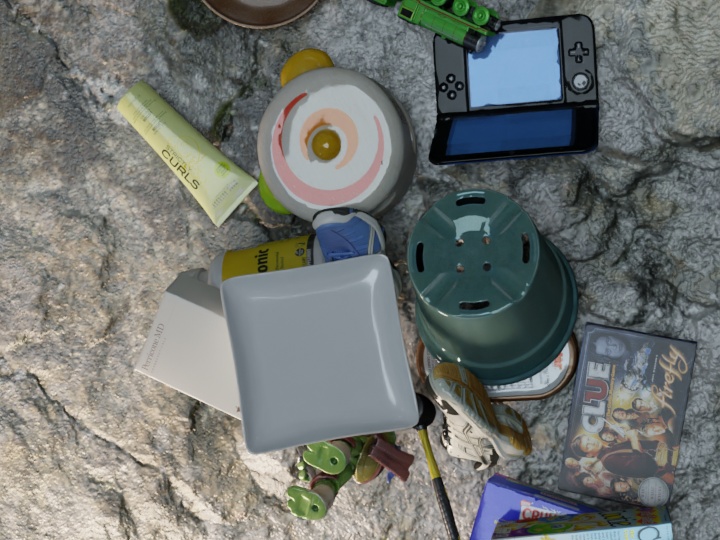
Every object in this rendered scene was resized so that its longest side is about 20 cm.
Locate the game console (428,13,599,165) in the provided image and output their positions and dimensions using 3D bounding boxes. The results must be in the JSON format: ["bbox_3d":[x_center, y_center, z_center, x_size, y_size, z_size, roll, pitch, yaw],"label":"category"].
[{"bbox_3d":[0.178,-0.213,1.655,0.197,0.118,0.174,-4,90,12],"label":"game console"}]

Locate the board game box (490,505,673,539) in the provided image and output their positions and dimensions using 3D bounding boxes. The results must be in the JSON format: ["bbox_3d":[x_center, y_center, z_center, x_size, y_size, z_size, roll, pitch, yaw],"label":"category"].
[{"bbox_3d":[0.253,0.332,1.580,0.197,0.103,0.107,-7,90,10],"label":"board game box"}]

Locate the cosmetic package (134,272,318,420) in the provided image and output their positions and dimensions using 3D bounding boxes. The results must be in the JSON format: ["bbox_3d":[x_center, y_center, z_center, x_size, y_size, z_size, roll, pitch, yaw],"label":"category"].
[{"bbox_3d":[-0.151,0.099,1.654,0.198,0.081,0.114,22,107,-1],"label":"cosmetic package"}]

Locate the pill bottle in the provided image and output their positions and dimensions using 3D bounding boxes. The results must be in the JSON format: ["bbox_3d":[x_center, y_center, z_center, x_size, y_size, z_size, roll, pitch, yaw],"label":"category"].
[{"bbox_3d":[-0.121,0.024,1.728,0.197,0.111,0.113,-11,89,13],"label":"pill bottle"}]

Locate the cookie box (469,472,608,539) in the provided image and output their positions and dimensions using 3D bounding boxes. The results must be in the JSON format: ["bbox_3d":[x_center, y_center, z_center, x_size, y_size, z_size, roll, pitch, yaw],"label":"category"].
[{"bbox_3d":[0.206,0.366,1.680,0.169,0.075,0.203,17,95,11],"label":"cookie box"}]

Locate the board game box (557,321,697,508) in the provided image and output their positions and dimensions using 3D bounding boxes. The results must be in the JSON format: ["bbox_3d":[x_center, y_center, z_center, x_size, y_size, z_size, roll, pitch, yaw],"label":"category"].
[{"bbox_3d":[0.316,0.173,1.673,0.133,0.035,0.203,9,93,12],"label":"board game box"}]

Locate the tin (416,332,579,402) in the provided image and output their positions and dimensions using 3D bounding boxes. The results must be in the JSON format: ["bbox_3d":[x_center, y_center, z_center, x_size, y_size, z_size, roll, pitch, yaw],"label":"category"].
[{"bbox_3d":[0.164,0.105,1.705,0.197,0.042,0.114,-5,94,12],"label":"tin"}]

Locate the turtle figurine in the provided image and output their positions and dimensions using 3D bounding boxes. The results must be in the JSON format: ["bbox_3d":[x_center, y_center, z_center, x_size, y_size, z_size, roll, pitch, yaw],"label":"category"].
[{"bbox_3d":[-0.043,0.199,1.672,0.143,0.194,0.201,-32,92,23],"label":"turtle figurine"}]

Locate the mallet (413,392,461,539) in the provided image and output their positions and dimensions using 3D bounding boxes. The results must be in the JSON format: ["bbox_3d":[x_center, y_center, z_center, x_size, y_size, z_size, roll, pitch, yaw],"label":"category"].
[{"bbox_3d":[0.086,0.239,1.679,0.041,0.066,0.202,-21,65,13],"label":"mallet"}]

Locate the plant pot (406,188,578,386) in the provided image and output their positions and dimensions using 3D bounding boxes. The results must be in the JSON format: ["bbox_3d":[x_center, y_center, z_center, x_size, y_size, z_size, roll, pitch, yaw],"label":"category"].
[{"bbox_3d":[0.140,0.011,1.600,0.197,0.196,0.203,-4,72,13],"label":"plant pot"}]

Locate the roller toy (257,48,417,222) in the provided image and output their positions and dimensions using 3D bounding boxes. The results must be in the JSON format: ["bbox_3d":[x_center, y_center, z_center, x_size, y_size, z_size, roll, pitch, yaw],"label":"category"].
[{"bbox_3d":[-0.027,-0.149,1.689,0.180,0.140,0.203,19,94,11],"label":"roller toy"}]

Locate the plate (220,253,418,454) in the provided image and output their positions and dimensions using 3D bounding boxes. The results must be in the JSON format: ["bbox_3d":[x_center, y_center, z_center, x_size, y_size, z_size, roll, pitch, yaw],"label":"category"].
[{"bbox_3d":[-0.047,0.094,1.588,0.196,0.032,0.203,-9,78,-7],"label":"plate"}]

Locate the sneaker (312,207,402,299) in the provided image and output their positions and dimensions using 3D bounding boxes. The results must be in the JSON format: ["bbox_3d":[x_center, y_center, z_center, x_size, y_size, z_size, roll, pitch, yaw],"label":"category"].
[{"bbox_3d":[0.000,0.000,1.656,0.075,0.201,0.078,-10,51,22],"label":"sneaker"}]

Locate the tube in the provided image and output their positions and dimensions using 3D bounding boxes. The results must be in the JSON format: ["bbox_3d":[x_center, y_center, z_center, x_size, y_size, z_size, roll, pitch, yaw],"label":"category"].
[{"bbox_3d":[-0.222,-0.154,1.780,0.200,0.052,0.058,46,140,3],"label":"tube"}]

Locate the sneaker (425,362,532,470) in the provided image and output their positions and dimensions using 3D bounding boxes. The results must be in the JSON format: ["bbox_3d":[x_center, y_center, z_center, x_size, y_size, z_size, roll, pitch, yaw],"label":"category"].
[{"bbox_3d":[0.122,0.182,1.647,0.087,0.200,0.076,-27,45,22],"label":"sneaker"}]

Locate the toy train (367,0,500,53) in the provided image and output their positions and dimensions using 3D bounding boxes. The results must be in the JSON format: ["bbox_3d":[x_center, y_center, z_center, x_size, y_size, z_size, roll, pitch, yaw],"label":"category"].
[{"bbox_3d":[0.078,-0.320,1.699,0.198,0.042,0.057,30,105,22],"label":"toy train"}]

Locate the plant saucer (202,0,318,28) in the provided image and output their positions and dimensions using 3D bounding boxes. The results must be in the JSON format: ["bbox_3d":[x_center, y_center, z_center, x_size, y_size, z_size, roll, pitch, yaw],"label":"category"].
[{"bbox_3d":[-0.122,-0.403,1.750,0.197,0.037,0.204,1,97,8],"label":"plant saucer"}]
